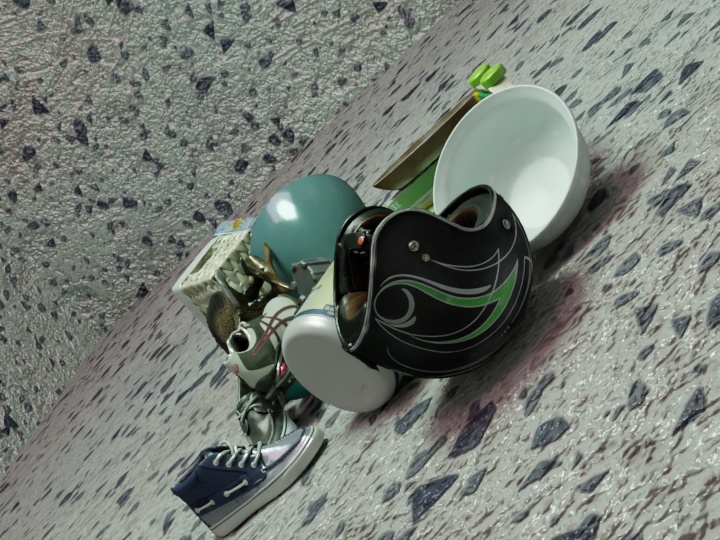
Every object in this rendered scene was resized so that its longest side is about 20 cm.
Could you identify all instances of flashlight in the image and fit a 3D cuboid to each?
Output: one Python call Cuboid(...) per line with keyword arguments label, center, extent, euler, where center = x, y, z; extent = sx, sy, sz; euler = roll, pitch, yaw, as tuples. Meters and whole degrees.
Cuboid(label="flashlight", center=(0.000, 0.000, 1.550), extent=(0.199, 0.068, 0.068), euler=(-6, -1, -38))

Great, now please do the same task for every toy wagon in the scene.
Cuboid(label="toy wagon", center=(0.197, -0.189, 1.490), extent=(0.040, 0.155, 0.200), euler=(-45, 12, 2))

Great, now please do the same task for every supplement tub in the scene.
Cuboid(label="supplement tub", center=(0.012, 0.050, 1.414), extent=(0.145, 0.145, 0.200), euler=(-30, 21, 51))

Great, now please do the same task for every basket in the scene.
Cuboid(label="basket", center=(-0.181, 0.044, 1.955), extent=(0.123, 0.200, 0.136), euler=(-19, 30, 55))

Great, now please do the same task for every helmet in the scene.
Cuboid(label="helmet", center=(0.080, 0.009, 1.220), extent=(0.200, 0.189, 0.202), euler=(-176, 90, -74))

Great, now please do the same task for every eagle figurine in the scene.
Cuboid(label="eagle figurine", center=(-0.163, 0.083, 1.766), extent=(0.201, 0.150, 0.152), euler=(-62, -7, 22))

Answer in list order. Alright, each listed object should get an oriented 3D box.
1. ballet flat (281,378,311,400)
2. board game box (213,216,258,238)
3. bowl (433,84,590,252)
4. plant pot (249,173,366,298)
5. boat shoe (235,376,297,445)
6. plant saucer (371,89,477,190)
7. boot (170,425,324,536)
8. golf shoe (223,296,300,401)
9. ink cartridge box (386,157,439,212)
Cuboid(label="ballet flat", center=(-0.032, 0.097, 1.582), extent=(0.200, 0.073, 0.073), euler=(-37, 15, 26))
Cuboid(label="board game box", center=(-0.140, -0.034, 2.050), extent=(0.200, 0.200, 0.062), euler=(-41, 12, 23))
Cuboid(label="bowl", center=(0.185, -0.099, 1.349), extent=(0.200, 0.090, 0.202), euler=(-19, 61, 39))
Cuboid(label="plant pot", center=(-0.051, -0.029, 1.842), extent=(0.200, 0.200, 0.135), euler=(-46, 46, -1))
Cuboid(label="boat shoe", center=(-0.136, 0.193, 1.579), extent=(0.072, 0.071, 0.200), euler=(-45, 24, 7))
Cuboid(label="plant saucer", center=(0.098, -0.171, 1.613), extent=(0.200, 0.032, 0.200), euler=(-43, 4, 4))
Cuboid(label="boot", center=(-0.140, 0.238, 1.458), extent=(0.200, 0.090, 0.073), euler=(-43, 13, 17))
Cuboid(label="golf shoe", center=(-0.129, 0.085, 1.603), extent=(0.077, 0.088, 0.200), euler=(-56, 16, 25))
Cuboid(label="ink cartridge box", center=(0.097, -0.113, 1.585), extent=(0.145, 0.048, 0.200), euler=(-41, 5, 26))
